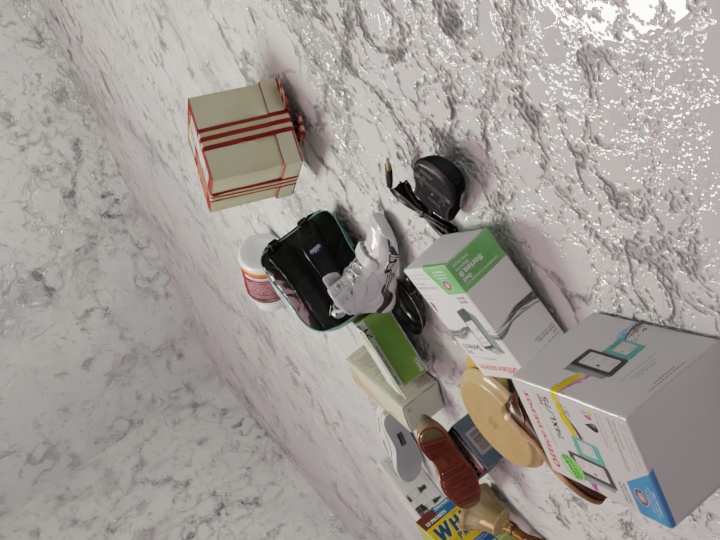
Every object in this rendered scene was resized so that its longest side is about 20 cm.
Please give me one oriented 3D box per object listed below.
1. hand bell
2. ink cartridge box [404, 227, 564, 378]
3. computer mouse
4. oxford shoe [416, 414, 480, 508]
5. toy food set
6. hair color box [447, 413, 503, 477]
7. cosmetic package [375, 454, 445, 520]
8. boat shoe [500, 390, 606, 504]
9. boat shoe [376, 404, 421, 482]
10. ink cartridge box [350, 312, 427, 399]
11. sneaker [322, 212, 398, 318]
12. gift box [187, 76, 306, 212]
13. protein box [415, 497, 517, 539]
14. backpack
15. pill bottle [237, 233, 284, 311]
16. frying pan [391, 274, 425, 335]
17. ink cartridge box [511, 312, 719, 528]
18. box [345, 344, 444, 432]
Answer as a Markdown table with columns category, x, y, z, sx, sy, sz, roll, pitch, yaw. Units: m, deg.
| category | x | y | z | sx | sy | sz | roll | pitch | yaw |
| --- | --- | --- | --- | --- | --- | --- | --- | --- | --- |
| hand bell | 0.298 | 0.504 | 1.695 | 0.199 | 0.104 | 0.105 | 26 | 147 | 36 |
| ink cartridge box | 0.171 | 0.048 | 1.201 | 0.200 | 0.084 | 0.146 | 52 | 163 | -10 |
| computer mouse | 0.090 | -0.126 | 1.215 | 0.140 | 0.046 | 0.200 | 41 | 168 | 19 |
| oxford shoe | 0.163 | 0.346 | 1.612 | 0.074 | 0.070 | 0.201 | -103 | -13 | -70 |
| toy food set | 0.233 | 0.236 | 1.442 | 0.200 | 0.048 | 0.199 | 46 | 159 | 28 |
| hair color box | 0.206 | 0.339 | 1.658 | 0.099 | 0.060 | 0.200 | 51 | 161 | 17 |
| cosmetic package | 0.131 | 0.523 | 2.114 | 0.200 | 0.082 | 0.051 | 50 | 158 | 17 |
| boat shoe | 0.294 | 0.248 | 1.283 | 0.200 | 0.070 | 0.071 | 45 | 119 | 16 |
| boat shoe | 0.083 | 0.398 | 2.047 | 0.066 | 0.072 | 0.201 | 29 | 147 | 61 |
| ink cartridge box | 0.058 | 0.143 | 1.613 | 0.148 | 0.075 | 0.200 | 58 | 175 | -5 |
| sneaker | 0.000 | 0.000 | 1.486 | 0.075 | 0.114 | 0.201 | -123 | 25 | -47 |
| gift box | -0.199 | -0.234 | 1.551 | 0.185 | 0.185 | 0.202 | 138 | 117 | -73 |
| protein box | 0.250 | 0.606 | 1.867 | 0.198 | 0.134 | 0.201 | 26 | 145 | 58 |
| backpack | -0.069 | 0.015 | 1.642 | 0.201 | 0.175 | 0.153 | 53 | 177 | 12 |
| pill bottle | -0.226 | 0.011 | 2.113 | 0.113 | 0.113 | 0.201 | 46 | 158 | 28 |
| frying pan | 0.074 | 0.034 | 1.534 | 0.115 | 0.031 | 0.191 | 42 | 153 | 41 |
| ink cartridge box | 0.302 | 0.158 | 0.991 | 0.147 | 0.146 | 0.200 | 63 | 161 | -17 |
| box | 0.067 | 0.223 | 1.765 | 0.200 | 0.095 | 0.078 | 38 | 155 | 47 |
